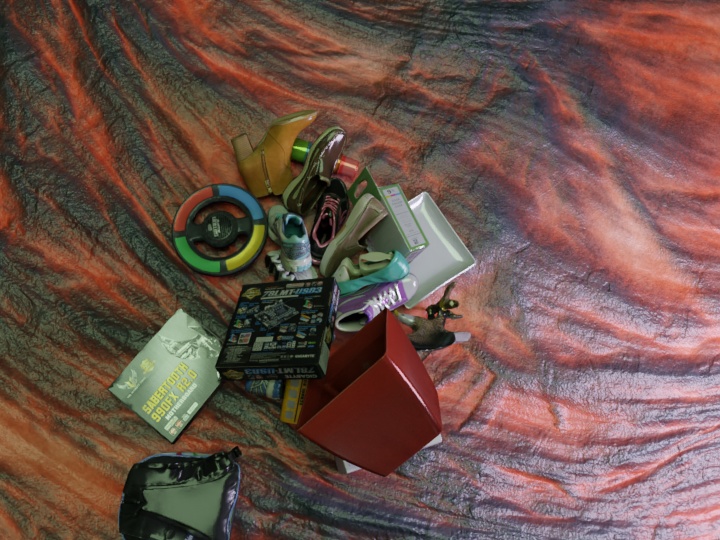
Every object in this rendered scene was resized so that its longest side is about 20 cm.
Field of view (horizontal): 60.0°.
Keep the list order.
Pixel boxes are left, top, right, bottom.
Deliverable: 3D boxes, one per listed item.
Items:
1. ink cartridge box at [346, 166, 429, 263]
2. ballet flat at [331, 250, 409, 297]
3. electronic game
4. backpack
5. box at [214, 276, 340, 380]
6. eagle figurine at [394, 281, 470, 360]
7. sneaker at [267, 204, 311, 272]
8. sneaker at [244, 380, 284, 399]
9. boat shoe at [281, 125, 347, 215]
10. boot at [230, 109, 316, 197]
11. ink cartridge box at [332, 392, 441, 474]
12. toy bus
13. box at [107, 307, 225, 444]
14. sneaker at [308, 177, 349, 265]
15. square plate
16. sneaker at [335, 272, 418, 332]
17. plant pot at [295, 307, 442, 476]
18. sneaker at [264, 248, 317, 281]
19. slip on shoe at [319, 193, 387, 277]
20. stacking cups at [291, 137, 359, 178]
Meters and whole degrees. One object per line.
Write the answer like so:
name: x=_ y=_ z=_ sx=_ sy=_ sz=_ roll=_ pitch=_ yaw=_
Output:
ink cartridge box: x=0.055 y=-0.110 z=1.295 sx=0.059 sy=0.104 sz=0.202 roll=-19 pitch=75 yaw=-33
ballet flat: x=0.000 y=0.000 z=1.253 sx=0.198 sy=0.071 sz=0.068 roll=-16 pitch=31 yaw=21
electronic game: x=-0.288 y=-0.085 z=1.280 sx=0.197 sy=0.042 sz=0.203 roll=0 pitch=73 yaw=-1
backpack: x=-0.312 y=0.399 z=1.071 sx=0.188 sy=0.154 sz=0.203 roll=14 pitch=64 yaw=-14
box: x=-0.147 y=0.105 z=1.146 sx=0.197 sy=0.050 sz=0.200 roll=-5 pitch=45 yaw=15
eagle figurine: x=0.119 y=0.134 z=1.246 sx=0.149 sy=0.153 sz=0.201 roll=9 pitch=46 yaw=32
sneaker: x=-0.140 y=-0.087 z=1.263 sx=0.077 sy=0.087 sz=0.201 roll=-9 pitch=40 yaw=-21
sneaker: x=-0.186 y=0.149 z=1.193 sx=0.084 sy=0.078 sz=0.202 roll=1 pitch=47 yaw=-5
boat shoe: x=-0.082 y=-0.203 z=1.311 sx=0.075 sy=0.074 sz=0.204 roll=41 pitch=102 yaw=40
boot: x=-0.163 y=-0.242 z=1.317 sx=0.199 sy=0.071 sz=0.145 roll=-21 pitch=113 yaw=4
ink cartridge box: x=0.038 y=0.291 z=1.205 sx=0.197 sy=0.088 sz=0.147 roll=-12 pitch=74 yaw=-16
toy bus: x=-0.099 y=0.188 z=1.194 sx=0.077 sy=0.065 sz=0.203 roll=10 pitch=90 yaw=-5
box: x=-0.348 y=0.198 z=1.183 sx=0.158 sy=0.048 sz=0.201 roll=38 pitch=69 yaw=3
sneaker: x=-0.065 y=-0.115 z=1.316 sx=0.078 sy=0.096 sz=0.203 roll=14 pitch=69 yaw=-4
square plate: x=0.122 y=-0.045 z=1.362 sx=0.197 sy=0.028 sz=0.201 roll=-32 pitch=80 yaw=-18
sneaker: x=0.035 y=0.071 z=1.246 sx=0.198 sy=0.114 sz=0.073 roll=-24 pitch=107 yaw=-4
plant pot: x=0.031 y=0.219 z=1.061 sx=0.200 sy=0.200 sz=0.176 roll=-42 pitch=101 yaw=14
sneaker: x=-0.114 y=0.034 z=1.273 sx=0.080 sy=0.075 sz=0.201 roll=-28 pitch=79 yaw=-27
slip on shoe: x=-0.015 y=-0.059 z=1.270 sx=0.060 sy=0.076 sz=0.201 roll=37 pitch=108 yaw=10
stacking cups: x=-0.099 y=-0.255 z=1.372 sx=0.197 sy=0.061 sz=0.061 roll=16 pitch=70 yaw=-5
